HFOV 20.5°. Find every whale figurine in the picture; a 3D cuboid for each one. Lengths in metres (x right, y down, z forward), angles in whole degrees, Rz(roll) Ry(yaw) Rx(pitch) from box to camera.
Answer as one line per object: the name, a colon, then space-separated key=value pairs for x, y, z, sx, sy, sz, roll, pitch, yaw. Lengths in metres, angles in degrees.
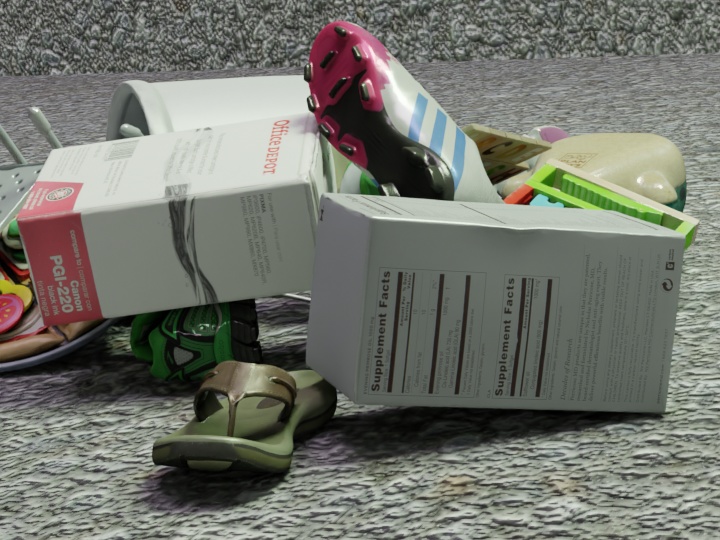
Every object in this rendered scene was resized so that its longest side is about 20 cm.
whale figurine: x=0.184 y=-0.043 z=1.601 sx=0.158 sy=0.105 sz=0.200 roll=3 pitch=22 yaw=33

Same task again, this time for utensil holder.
utensil holder: x=-0.105 y=-0.084 z=1.731 sx=0.198 sy=0.172 sz=0.170 roll=-5 pitch=11 yaw=-21

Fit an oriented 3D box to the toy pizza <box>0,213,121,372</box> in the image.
toy pizza: x=-0.254 y=0.006 z=1.470 sx=0.198 sy=0.032 sz=0.201 roll=-8 pitch=33 yaw=5

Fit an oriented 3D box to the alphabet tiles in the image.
alphabet tiles: x=0.053 y=-0.068 z=1.533 sx=0.166 sy=0.008 sz=0.200 roll=-25 pitch=-12 yaw=23

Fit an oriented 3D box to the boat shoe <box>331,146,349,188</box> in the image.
boat shoe: x=-0.055 y=-0.074 z=1.532 sx=0.198 sy=0.075 sz=0.066 roll=-14 pitch=-8 yaw=-21

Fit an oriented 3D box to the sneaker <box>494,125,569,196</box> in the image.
sneaker: x=0.106 y=-0.056 z=1.755 sx=0.199 sy=0.081 sz=0.088 roll=-26 pitch=-5 yaw=-30

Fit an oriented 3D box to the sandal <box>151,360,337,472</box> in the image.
sandal: x=-0.068 y=0.077 z=1.158 sx=0.079 sy=0.058 sz=0.201 roll=1 pitch=11 yaw=13

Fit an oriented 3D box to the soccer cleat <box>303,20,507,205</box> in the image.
soccer cleat: x=0.030 y=-0.087 z=1.327 sx=0.086 sy=0.070 sz=0.201 roll=12 pitch=36 yaw=-42

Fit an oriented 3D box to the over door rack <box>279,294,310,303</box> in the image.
over door rack: x=0.000 y=0.000 z=1.512 sx=0.198 sy=0.067 sz=0.148 roll=0 pitch=11 yaw=17

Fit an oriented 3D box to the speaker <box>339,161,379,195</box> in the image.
speaker: x=0.035 y=-0.011 z=1.350 sx=0.087 sy=0.089 sz=0.201 roll=-5 pitch=34 yaw=-5

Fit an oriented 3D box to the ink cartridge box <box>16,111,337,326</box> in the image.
ink cartridge box: x=-0.118 y=-0.038 z=1.351 sx=0.198 sy=0.086 sz=0.146 roll=-9 pitch=22 yaw=6

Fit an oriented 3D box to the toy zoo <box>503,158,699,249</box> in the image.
toy zoo: x=0.148 y=-0.011 z=1.438 sx=0.130 sy=0.021 sz=0.200 roll=25 pitch=38 yaw=22

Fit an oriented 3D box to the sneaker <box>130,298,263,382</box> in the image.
sneaker: x=-0.122 y=0.026 z=1.390 sx=0.084 sy=0.079 sz=0.200 roll=-6 pitch=12 yaw=-9

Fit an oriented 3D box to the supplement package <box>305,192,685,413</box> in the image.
supplement package: x=0.078 y=0.019 z=1.197 sx=0.198 sy=0.111 sz=0.114 roll=3 pitch=8 yaw=-17

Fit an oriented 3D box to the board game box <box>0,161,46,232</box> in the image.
board game box: x=-0.344 y=-0.003 z=1.471 sx=0.198 sy=0.026 sz=0.201 roll=-4 pitch=38 yaw=35

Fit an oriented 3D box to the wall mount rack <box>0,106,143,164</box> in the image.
wall mount rack: x=-0.214 y=-0.087 z=1.535 sx=0.173 sy=0.075 sz=0.199 roll=9 pitch=8 yaw=-39
